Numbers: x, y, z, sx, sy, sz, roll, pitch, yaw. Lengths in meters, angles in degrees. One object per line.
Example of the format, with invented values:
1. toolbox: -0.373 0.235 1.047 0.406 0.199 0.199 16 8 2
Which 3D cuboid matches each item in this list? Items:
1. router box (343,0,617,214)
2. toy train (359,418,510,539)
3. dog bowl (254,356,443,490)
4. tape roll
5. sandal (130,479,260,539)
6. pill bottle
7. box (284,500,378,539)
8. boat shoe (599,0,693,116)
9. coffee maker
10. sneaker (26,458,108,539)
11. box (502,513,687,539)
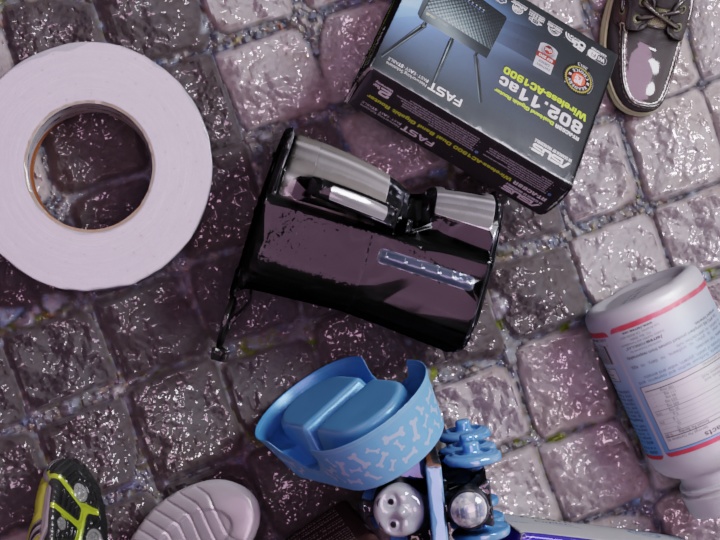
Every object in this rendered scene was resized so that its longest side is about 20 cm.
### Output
1. router box: 0.104 -0.162 1.131 0.199 0.062 0.151 28 60 -8
2. toy train: 0.057 0.176 1.085 0.113 0.200 0.088 -8 93 2
3. dog bowl: -0.007 0.123 1.077 0.111 0.199 0.050 -40 106 -24
4. tape roll: -0.222 -0.083 1.109 0.198 0.066 0.203 0 89 -9
5. sandal: -0.163 0.250 1.126 0.203 0.050 0.083 -45 81 6
6. pill bottle: 0.282 0.106 1.161 0.108 0.109 0.202 -26 94 -8
7. box: -0.024 0.309 1.067 0.163 0.200 0.167 -31 94 -8
8. boat shoe: 0.257 -0.240 1.182 0.071 0.066 0.203 8 88 -9
9. coffee maker: 0.000 0.000 1.123 0.198 0.135 0.194 19 110 -7
10. sneaker: -0.254 0.255 1.095 0.076 0.075 0.202 -10 72 30
11. box: 0.192 0.322 1.147 0.182 0.105 0.202 8 88 -9
